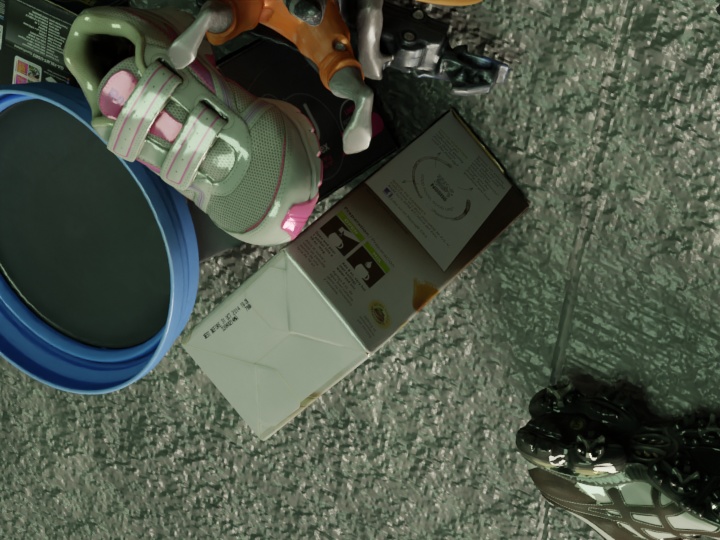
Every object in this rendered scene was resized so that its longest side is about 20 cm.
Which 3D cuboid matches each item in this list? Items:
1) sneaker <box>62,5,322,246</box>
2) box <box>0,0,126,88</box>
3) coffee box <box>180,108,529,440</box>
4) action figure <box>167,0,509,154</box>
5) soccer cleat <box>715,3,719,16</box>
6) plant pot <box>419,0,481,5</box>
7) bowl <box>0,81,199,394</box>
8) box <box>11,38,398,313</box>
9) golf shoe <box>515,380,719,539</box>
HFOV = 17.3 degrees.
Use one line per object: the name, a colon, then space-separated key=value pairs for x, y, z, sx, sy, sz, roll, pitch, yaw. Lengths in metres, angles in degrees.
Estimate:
sneaker: x=-0.102 y=-0.081 z=1.316 sx=0.200 sy=0.088 sz=0.081 roll=42 pitch=113 yaw=35
box: x=-0.260 y=-0.129 z=1.603 sx=0.200 sy=0.050 sz=0.199 roll=25 pitch=128 yaw=20
coffee box: x=0.000 y=0.000 z=1.394 sx=0.080 sy=0.200 sz=0.114 roll=50 pitch=132 yaw=-1
action figure: x=-0.006 y=-0.152 z=1.333 sx=0.200 sy=0.194 sz=0.105 roll=15 pitch=129 yaw=-2
soccer cleat: x=0.239 y=-0.126 z=1.257 sx=0.081 sy=0.067 sz=0.200 roll=-13 pitch=107 yaw=57
plant pot: x=0.008 y=-0.251 z=1.265 sx=0.200 sy=0.200 sz=0.140 roll=33 pitch=114 yaw=15
bowl: x=-0.184 y=-0.023 z=1.451 sx=0.200 sy=0.039 sz=0.201 roll=16 pitch=122 yaw=29
box: x=-0.099 y=-0.067 z=1.476 sx=0.200 sy=0.122 sz=0.106 roll=-23 pitch=99 yaw=41
golf shoe: x=0.192 y=0.134 z=1.435 sx=0.200 sy=0.078 sz=0.095 roll=20 pitch=143 yaw=26
